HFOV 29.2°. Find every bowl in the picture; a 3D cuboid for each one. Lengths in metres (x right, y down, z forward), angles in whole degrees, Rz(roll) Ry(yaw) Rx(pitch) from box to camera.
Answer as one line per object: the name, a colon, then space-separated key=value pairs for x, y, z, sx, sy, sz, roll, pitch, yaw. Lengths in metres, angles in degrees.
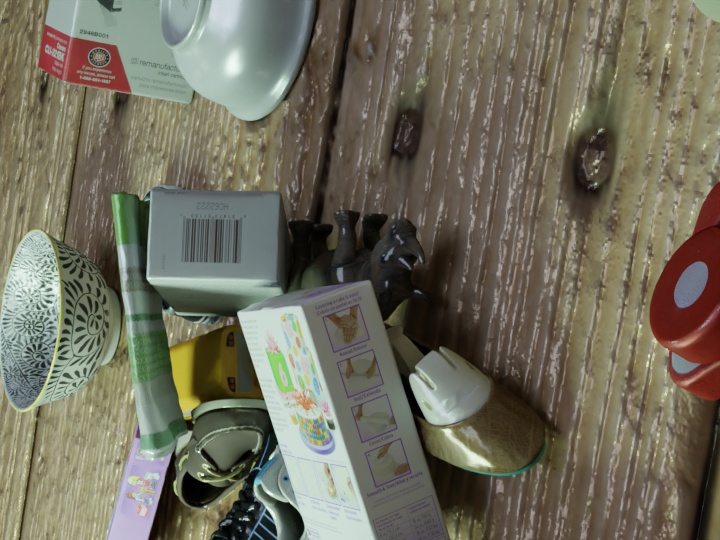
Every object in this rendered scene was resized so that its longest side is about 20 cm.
bowl: x=-0.126 y=-0.243 z=1.270 sx=0.201 sy=0.090 sz=0.203 roll=-14 pitch=74 yaw=57
bowl: x=-0.326 y=0.058 z=1.531 sx=0.200 sy=0.094 sz=0.202 roll=-16 pitch=71 yaw=55

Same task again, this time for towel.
towel: x=-0.165 y=0.041 z=1.092 sx=0.149 sy=0.030 sz=0.202 roll=173 pitch=90 yaw=-85

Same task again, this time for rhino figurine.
rhino figurine: x=0.000 y=0.000 z=1.046 sx=0.200 sy=0.059 sz=0.088 roll=-8 pitch=83 yaw=61

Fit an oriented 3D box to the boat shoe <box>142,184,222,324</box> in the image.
boat shoe: x=-0.193 y=-0.020 z=1.356 sx=0.074 sy=0.068 sz=0.200 roll=-60 pitch=38 yaw=32

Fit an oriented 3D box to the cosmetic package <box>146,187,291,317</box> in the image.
cosmetic package: x=-0.108 y=-0.010 z=1.107 sx=0.200 sy=0.101 sz=0.072 roll=99 pitch=173 yaw=-80

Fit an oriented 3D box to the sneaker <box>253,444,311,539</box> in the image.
sneaker: x=-0.040 y=0.144 z=1.067 sx=0.075 sy=0.086 sz=0.201 roll=-25 pitch=63 yaw=56

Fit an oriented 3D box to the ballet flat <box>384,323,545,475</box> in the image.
ballet flat: x=0.048 y=0.077 z=0.941 sx=0.068 sy=0.073 sz=0.200 roll=-38 pitch=28 yaw=-12

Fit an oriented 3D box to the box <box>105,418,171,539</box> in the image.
box: x=-0.216 y=0.224 z=1.330 sx=0.137 sy=0.039 sz=0.201 roll=-98 pitch=24 yaw=-71

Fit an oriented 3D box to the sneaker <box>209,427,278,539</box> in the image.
sneaker: x=-0.087 y=0.219 z=1.134 sx=0.070 sy=0.077 sz=0.202 roll=17 pitch=99 yaw=59

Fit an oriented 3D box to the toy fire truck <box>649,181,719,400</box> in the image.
toy fire truck: x=0.227 y=-0.028 z=0.669 sx=0.200 sy=0.112 sz=0.169 roll=-44 pitch=25 yaw=45

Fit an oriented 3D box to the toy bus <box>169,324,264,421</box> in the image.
toy bus: x=-0.113 y=0.088 z=1.199 sx=0.200 sy=0.078 sz=0.066 roll=-21 pitch=67 yaw=55

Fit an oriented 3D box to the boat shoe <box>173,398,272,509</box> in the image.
boat shoe: x=-0.120 y=0.157 z=1.185 sx=0.200 sy=0.071 sz=0.060 roll=134 pitch=141 yaw=-61

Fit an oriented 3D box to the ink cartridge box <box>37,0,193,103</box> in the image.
ink cartridge box: x=-0.228 y=-0.283 z=1.387 sx=0.084 sy=0.144 sz=0.201 roll=29 pitch=110 yaw=54

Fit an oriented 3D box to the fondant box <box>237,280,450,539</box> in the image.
fondant box: x=-0.013 y=0.113 z=0.968 sx=0.144 sy=0.058 sz=0.201 roll=-8 pitch=100 yaw=68

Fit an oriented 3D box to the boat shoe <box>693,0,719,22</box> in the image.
boat shoe: x=0.227 y=-0.230 z=0.731 sx=0.063 sy=0.073 sz=0.203 roll=-67 pitch=-9 yaw=-62
